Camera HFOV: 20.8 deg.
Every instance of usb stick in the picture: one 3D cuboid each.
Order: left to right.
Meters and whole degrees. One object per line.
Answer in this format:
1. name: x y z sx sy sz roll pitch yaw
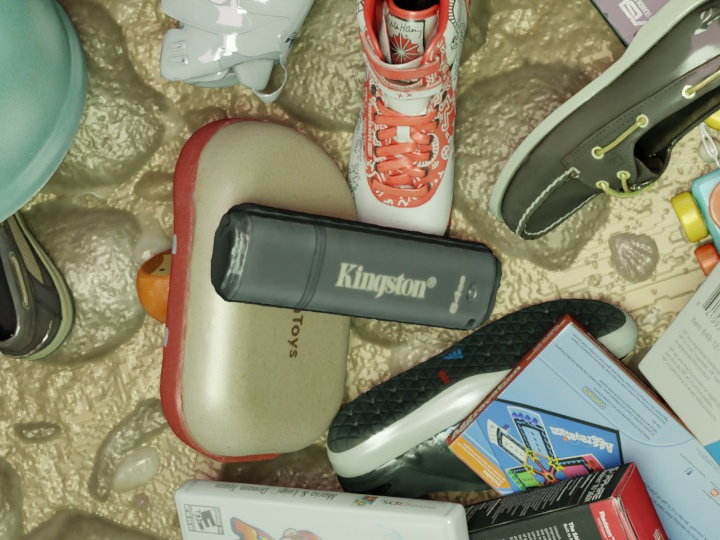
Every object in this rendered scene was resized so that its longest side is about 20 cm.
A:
1. usb stick: 0.000 0.000 1.128 0.032 0.199 0.056 13 94 52

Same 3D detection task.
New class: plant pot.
1. plant pot: -0.276 -0.132 1.160 0.198 0.134 0.202 -5 62 10

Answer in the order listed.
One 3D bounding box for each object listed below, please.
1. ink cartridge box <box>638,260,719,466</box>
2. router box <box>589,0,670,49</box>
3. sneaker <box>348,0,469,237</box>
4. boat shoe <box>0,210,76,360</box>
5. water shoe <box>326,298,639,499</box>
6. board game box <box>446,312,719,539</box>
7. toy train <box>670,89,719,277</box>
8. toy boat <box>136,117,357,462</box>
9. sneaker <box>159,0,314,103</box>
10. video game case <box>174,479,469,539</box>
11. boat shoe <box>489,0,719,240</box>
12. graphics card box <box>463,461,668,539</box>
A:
1. ink cartridge box: 0.284 0.036 1.041 0.201 0.144 0.148 -54 43 18
2. router box: 0.162 -0.245 1.153 0.149 0.062 0.201 -38 83 9
3. sneaker: 0.023 -0.094 1.153 0.067 0.108 0.204 8 91 10
4. boat shoe: -0.251 -0.032 1.220 0.074 0.073 0.200 -41 83 7
5. water shoe: 0.078 0.084 1.172 0.198 0.072 0.079 -24 117 4
6. board game box: 0.155 0.127 1.134 0.200 0.019 0.103 42 99 -12
7. toy train: 0.259 -0.079 1.137 0.149 0.056 0.202 14 91 11
8. toy boat: -0.083 0.009 1.178 0.130 0.130 0.202 7 92 40
9. sneaker: -0.118 -0.178 1.196 0.198 0.075 0.116 18 95 14
10. video game case: -0.012 0.220 1.137 0.180 0.024 0.202 2 113 28
11. boat shoe: 0.154 -0.079 1.123 0.201 0.071 0.061 -46 65 29
12. graphics card box: 0.089 0.194 1.120 0.199 0.051 0.126 -20 102 30
